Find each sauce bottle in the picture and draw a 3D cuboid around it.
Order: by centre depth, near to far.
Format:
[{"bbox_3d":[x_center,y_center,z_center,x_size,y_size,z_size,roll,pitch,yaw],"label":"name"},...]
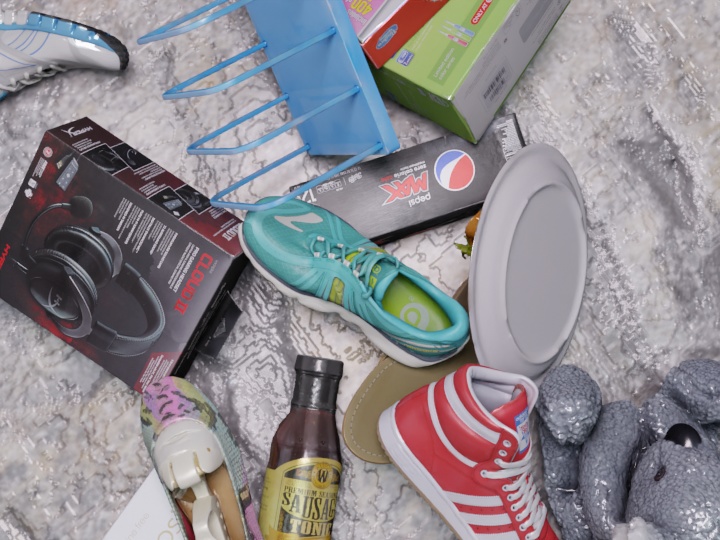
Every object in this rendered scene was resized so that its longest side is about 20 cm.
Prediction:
[{"bbox_3d":[-0.049,0.171,1.008,0.065,0.066,0.203,7,86,1],"label":"sauce bottle"}]

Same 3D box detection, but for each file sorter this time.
[{"bbox_3d":[-0.085,-0.158,0.937,0.122,0.138,0.202,-31,108,-23],"label":"file sorter"}]

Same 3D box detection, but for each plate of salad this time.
[{"bbox_3d":[0.129,0.000,0.980,0.048,0.199,0.203,6,83,34],"label":"plate of salad"}]

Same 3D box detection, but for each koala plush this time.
[{"bbox_3d":[0.237,0.177,0.925,0.175,0.200,0.186,-3,99,-10],"label":"koala plush"}]

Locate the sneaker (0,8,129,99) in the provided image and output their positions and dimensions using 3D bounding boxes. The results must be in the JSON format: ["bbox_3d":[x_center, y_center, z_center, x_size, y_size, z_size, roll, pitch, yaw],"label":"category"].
[{"bbox_3d":[-0.294,-0.178,1.049,0.197,0.075,0.088,11,91,9],"label":"sneaker"}]

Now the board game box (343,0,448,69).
[{"bbox_3d":[0.034,-0.278,0.958,0.200,0.040,0.153,-43,62,3],"label":"board game box"}]

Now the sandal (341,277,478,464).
[{"bbox_3d":[0.053,0.086,1.021,0.078,0.070,0.212,44,63,-3],"label":"sandal"}]

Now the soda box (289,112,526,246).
[{"bbox_3d":[0.043,-0.065,1.029,0.198,0.071,0.064,-18,83,-2],"label":"soda box"}]

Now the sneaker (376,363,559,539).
[{"bbox_3d":[0.115,0.156,0.921,0.200,0.071,0.112,45,123,-10],"label":"sneaker"}]

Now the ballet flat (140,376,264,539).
[{"bbox_3d":[-0.118,0.177,0.939,0.068,0.071,0.202,-21,89,6],"label":"ballet flat"}]

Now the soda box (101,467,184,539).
[{"bbox_3d":[-0.182,0.241,1.002,0.068,0.064,0.201,35,86,4],"label":"soda box"}]

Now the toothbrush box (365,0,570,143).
[{"bbox_3d":[0.046,-0.220,1.004,0.199,0.086,0.146,31,85,26],"label":"toothbrush box"}]

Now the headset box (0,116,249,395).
[{"bbox_3d":[-0.186,-0.004,0.996,0.199,0.077,0.150,34,111,4],"label":"headset box"}]

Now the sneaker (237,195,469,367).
[{"bbox_3d":[0.000,0.000,0.946,0.199,0.080,0.078,30,73,-4],"label":"sneaker"}]
